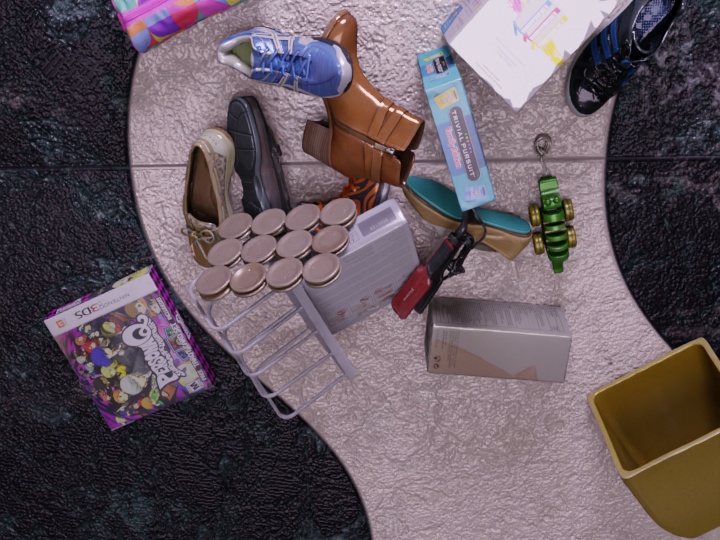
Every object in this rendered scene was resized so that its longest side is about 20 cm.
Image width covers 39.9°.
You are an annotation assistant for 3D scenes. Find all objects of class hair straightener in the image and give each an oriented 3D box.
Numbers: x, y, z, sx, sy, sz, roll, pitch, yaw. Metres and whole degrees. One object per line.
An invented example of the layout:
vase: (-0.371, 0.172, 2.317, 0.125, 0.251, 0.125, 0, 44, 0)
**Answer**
hair straightener: (0.114, -0.013, 1.353, 0.041, 0.076, 0.202, 51, 132, 26)

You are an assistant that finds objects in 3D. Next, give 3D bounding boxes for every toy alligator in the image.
toy alligator: (0.261, -0.082, 1.354, 0.058, 0.054, 0.204, -10, 112, 4)

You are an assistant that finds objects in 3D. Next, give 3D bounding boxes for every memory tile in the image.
memory tile: (-0.105, -0.026, 1.253, 0.196, 0.155, 0.017, -6, 133, 19)

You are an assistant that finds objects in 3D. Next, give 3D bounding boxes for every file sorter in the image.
file sorter: (-0.120, 0.078, 1.330, 0.124, 0.139, 0.201, -36, 129, -6)

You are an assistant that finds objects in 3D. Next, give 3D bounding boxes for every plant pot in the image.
plant pot: (0.473, 0.261, 1.427, 0.193, 0.195, 0.201, -29, 116, 12)

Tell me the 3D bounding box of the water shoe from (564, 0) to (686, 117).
water shoe: (0.331, -0.280, 1.258, 0.071, 0.079, 0.202, 30, 110, -11)

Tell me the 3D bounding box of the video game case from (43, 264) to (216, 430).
video game case: (-0.334, 0.115, 1.449, 0.178, 0.036, 0.203, -22, 111, 11)

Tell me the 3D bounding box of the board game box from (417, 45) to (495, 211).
board game box: (0.118, -0.182, 1.235, 0.046, 0.201, 0.153, -17, 112, 7)

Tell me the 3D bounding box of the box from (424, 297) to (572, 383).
box: (0.192, 0.097, 1.408, 0.195, 0.095, 0.079, 5, 114, 0)

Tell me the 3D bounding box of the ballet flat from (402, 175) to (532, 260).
ballet flat: (0.138, -0.064, 1.359, 0.197, 0.069, 0.064, 22, 126, -7)

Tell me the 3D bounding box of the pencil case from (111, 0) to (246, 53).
pencil case: (-0.211, -0.347, 1.234, 0.197, 0.089, 0.089, -26, 110, 12)

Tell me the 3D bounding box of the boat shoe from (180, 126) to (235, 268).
boat shoe: (-0.212, -0.090, 1.336, 0.072, 0.063, 0.204, 14, 118, 18)

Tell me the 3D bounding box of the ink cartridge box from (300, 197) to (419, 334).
ink cartridge box: (0.000, 0.000, 1.342, 0.158, 0.048, 0.201, -29, 154, -3)

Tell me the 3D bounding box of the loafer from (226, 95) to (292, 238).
loafer: (-0.131, -0.140, 1.338, 0.062, 0.071, 0.204, -24, 119, -35)

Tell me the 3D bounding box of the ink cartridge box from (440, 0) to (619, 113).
ink cartridge box: (0.212, -0.322, 1.217, 0.125, 0.129, 0.200, 39, 107, -14)

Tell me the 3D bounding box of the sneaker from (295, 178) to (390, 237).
sneaker: (-0.029, -0.087, 1.342, 0.110, 0.078, 0.203, 19, 111, -8)

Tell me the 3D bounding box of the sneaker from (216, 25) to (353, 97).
sneaker: (-0.093, -0.252, 1.222, 0.197, 0.076, 0.077, 18, 116, 35)

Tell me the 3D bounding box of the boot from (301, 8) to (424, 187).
boot: (0.010, -0.212, 1.252, 0.153, 0.076, 0.204, 23, 109, 25)
